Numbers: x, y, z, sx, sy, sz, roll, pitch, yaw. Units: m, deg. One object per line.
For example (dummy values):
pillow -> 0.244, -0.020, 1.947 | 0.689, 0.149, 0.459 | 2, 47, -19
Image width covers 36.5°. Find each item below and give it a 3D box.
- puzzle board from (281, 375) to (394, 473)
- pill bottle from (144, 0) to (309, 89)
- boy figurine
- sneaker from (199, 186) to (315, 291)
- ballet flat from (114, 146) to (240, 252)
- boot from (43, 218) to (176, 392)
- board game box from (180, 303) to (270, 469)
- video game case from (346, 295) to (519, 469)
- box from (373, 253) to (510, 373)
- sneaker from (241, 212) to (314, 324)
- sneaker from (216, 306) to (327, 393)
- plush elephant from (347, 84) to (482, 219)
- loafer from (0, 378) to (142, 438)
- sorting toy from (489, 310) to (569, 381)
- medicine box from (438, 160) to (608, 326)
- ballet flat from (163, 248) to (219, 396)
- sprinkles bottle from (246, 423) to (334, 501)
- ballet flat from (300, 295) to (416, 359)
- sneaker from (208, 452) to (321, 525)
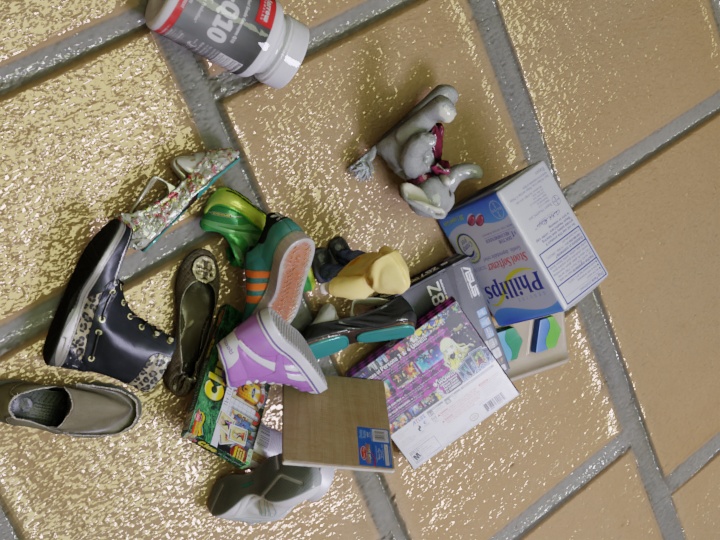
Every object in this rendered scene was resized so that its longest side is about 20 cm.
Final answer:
puzzle board -> -0.034, 0.208, 1.498 | 0.148, 0.201, 0.018 | 7, 119, -8
pill bottle -> -0.173, -0.327, 1.440 | 0.198, 0.113, 0.115 | 24, 82, -29
boy figurine -> 0.000, 0.000, 1.515 | 0.123, 0.199, 0.065 | -29, 108, -21
sneaker -> -0.142, -0.033, 1.513 | 0.084, 0.074, 0.200 | -47, 116, 5
ballet flat -> -0.242, -0.109, 1.441 | 0.064, 0.075, 0.200 | 49, 68, -15
boot -> -0.303, 0.050, 1.413 | 0.153, 0.073, 0.206 | 25, 93, -30
board game box -> -0.171, 0.155, 1.480 | 0.104, 0.023, 0.202 | 32, 52, -26
video game case -> 0.108, 0.168, 1.622 | 0.199, 0.036, 0.182 | -36, 105, 3
box -> 0.124, 0.099, 1.668 | 0.160, 0.049, 0.202 | -26, 106, -17
sneaker -> -0.122, 0.012, 1.465 | 0.071, 0.080, 0.202 | -7, 133, -40
sneaker -> -0.126, 0.128, 1.475 | 0.114, 0.073, 0.201 | -33, 140, 6
plush elephant -> 0.101, -0.150, 1.589 | 0.199, 0.165, 0.155 | -40, 99, 9
loafer -> -0.370, 0.181, 1.388 | 0.198, 0.069, 0.076 | 6, 91, -30
sorting toy -> 0.261, 0.072, 1.763 | 0.183, 0.036, 0.203 | -14, 100, -28
medicine box -> 0.239, -0.036, 1.633 | 0.102, 0.182, 0.202 | -32, 94, -26
ballet flat -> -0.226, 0.071, 1.477 | 0.067, 0.046, 0.203 | 14, 87, -30
sprinkles bottle -> -0.130, 0.256, 1.534 | 0.199, 0.068, 0.069 | 33, 78, -27
ballet flat -> -0.017, 0.081, 1.580 | 0.197, 0.068, 0.069 | -12, 64, -6
sneaker -> -0.117, 0.302, 1.487 | 0.080, 0.199, 0.071 | 33, 49, -35
